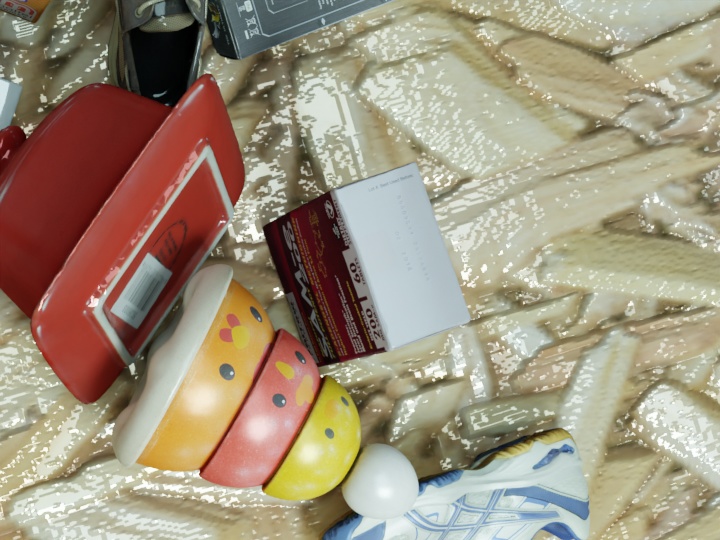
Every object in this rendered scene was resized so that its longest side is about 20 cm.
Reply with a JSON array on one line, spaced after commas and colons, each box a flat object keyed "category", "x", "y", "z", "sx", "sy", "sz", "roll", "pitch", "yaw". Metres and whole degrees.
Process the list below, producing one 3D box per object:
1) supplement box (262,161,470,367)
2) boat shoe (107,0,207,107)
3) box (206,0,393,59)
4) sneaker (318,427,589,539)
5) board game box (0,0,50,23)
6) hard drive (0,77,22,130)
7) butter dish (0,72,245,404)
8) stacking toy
[{"category": "supplement box", "x": 0.000, "y": 0.000, "z": 1.536, "sx": 0.061, "sy": 0.200, "sz": 0.110, "roll": -19, "pitch": 89, "yaw": -16}, {"category": "boat shoe", "x": -0.127, "y": -0.182, "z": 1.533, "sx": 0.074, "sy": 0.073, "sz": 0.201, "roll": -13, "pitch": 130, "yaw": -16}, {"category": "box", "x": -0.050, "y": -0.265, "z": 1.600, "sx": 0.158, "sy": 0.048, "sz": 0.201, "roll": -23, "pitch": 109, "yaw": -19}, {"category": "sneaker", "x": 0.071, "y": 0.177, "z": 1.603, "sx": 0.199, "sy": 0.075, "sz": 0.089, "roll": -18, "pitch": 90, "yaw": -17}, {"category": "board game box", "x": -0.252, "y": -0.306, "z": 1.496, "sx": 0.199, "sy": 0.200, "sz": 0.201, "roll": 21, "pitch": 78, "yaw": -13}, {"category": "hard drive", "x": -0.316, "y": -0.049, "z": 1.540, "sx": 0.131, "sy": 0.027, "sz": 0.201, "roll": 19, "pitch": 79, "yaw": -13}, {"category": "butter dish", "x": -0.182, "y": -0.042, "z": 1.516, "sx": 0.147, "sy": 0.200, "sz": 0.200, "roll": 30, "pitch": 77, "yaw": 13}, {"category": "stacking toy", "x": -0.049, "y": 0.100, "z": 1.532, "sx": 0.199, "sy": 0.146, "sz": 0.147, "roll": 28, "pitch": 77, "yaw": -7}]
